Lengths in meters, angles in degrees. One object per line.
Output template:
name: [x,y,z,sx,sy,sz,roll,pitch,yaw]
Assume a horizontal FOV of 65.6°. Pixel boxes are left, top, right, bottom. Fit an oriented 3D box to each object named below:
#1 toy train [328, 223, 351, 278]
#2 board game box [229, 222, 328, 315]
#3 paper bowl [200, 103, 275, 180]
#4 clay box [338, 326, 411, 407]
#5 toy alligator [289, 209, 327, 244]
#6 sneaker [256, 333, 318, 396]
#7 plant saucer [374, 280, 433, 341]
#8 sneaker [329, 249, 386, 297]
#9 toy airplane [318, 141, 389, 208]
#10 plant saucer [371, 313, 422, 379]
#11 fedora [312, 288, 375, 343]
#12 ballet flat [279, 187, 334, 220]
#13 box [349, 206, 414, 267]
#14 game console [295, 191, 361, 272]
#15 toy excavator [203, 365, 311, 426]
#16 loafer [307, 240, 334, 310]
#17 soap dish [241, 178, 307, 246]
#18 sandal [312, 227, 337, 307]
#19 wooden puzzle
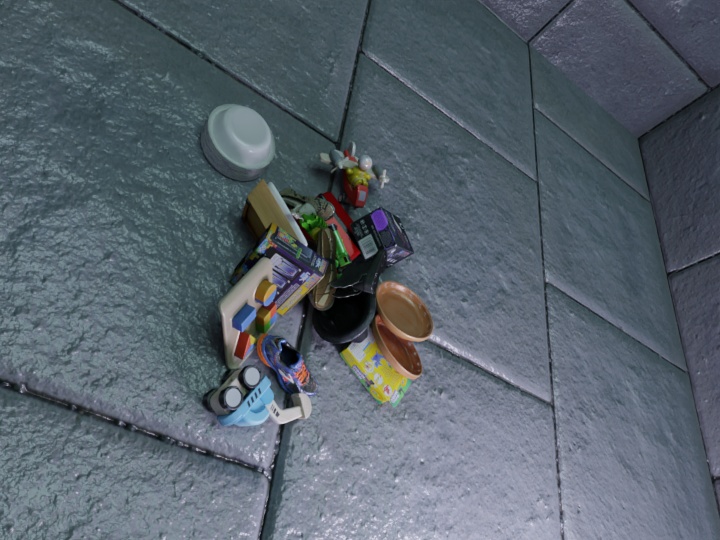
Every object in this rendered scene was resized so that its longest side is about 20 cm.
toy train: [-0.057,-0.036,1.517,0.205,0.055,0.042,67,15,1]
board game box: [-0.196,0.002,1.328,0.163,0.199,0.058,33,43,-19]
paper bowl: [-0.319,-0.353,1.495,0.196,0.104,0.206,20,56,-31]
clay box: [0.042,0.259,1.484,0.202,0.047,0.115,52,44,-4]
toy alligator: [-0.120,-0.120,1.418,0.059,0.054,0.200,46,-3,27]
sneaker: [-0.160,0.227,1.300,0.201,0.077,0.076,51,49,-29]
plant saucer: [0.116,0.118,1.556,0.196,0.038,0.203,27,35,-20]
sneaker: [0.000,0.003,1.422,0.101,0.062,0.202,6,36,15]
toy airplane: [-0.012,-0.309,1.689,0.200,0.140,0.200,49,47,-4]
plant saucer: [0.095,0.207,1.518,0.200,0.032,0.202,46,19,-20]
fedora: [-0.030,0.120,1.444,0.092,0.195,0.205,55,37,-43]
ballet flat: [-0.158,-0.167,1.490,0.197,0.070,0.075,25,43,36]
box: [0.066,-0.090,1.600,0.125,0.104,0.199,67,17,12]
game console: [-0.083,-0.111,1.608,0.171,0.119,0.202,-40,92,-13]
toy excavator: [-0.219,0.297,1.235,0.203,0.098,0.195,58,46,-15]
loafer: [-0.114,0.018,1.460,0.073,0.069,0.205,-13,64,-9]
soap dish: [-0.222,-0.104,1.406,0.080,0.157,0.203,-30,85,-25]
sandal: [-0.098,-0.006,1.393,0.080,0.053,0.207,23,64,-53]
wooden puzzle: [-0.241,0.102,1.257,0.045,0.204,0.186,19,43,19]
